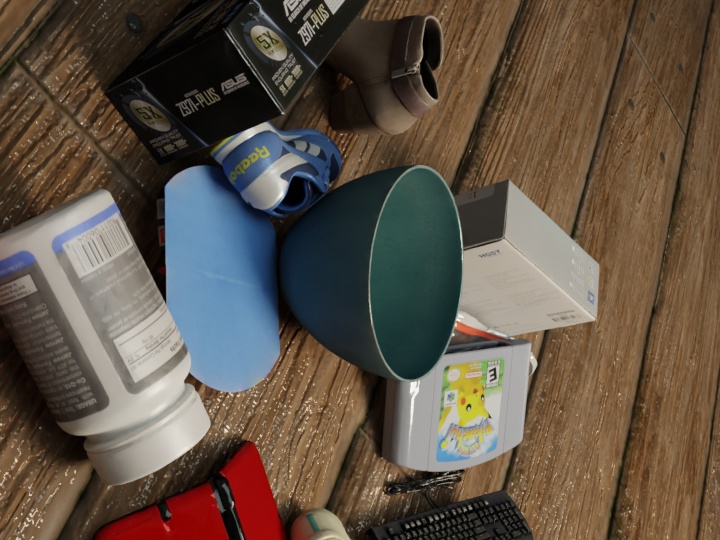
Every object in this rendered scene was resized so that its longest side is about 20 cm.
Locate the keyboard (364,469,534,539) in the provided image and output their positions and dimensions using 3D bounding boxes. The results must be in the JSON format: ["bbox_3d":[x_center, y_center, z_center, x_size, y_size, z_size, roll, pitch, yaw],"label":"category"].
[{"bbox_3d":[0.088,0.257,1.095,0.198,0.021,0.127,-4,41,-41],"label":"keyboard"}]

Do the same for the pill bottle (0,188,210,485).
[{"bbox_3d":[-0.198,0.051,0.793,0.114,0.113,0.202,-38,109,-48],"label":"pill bottle"}]

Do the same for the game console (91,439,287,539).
[{"bbox_3d":[-0.125,0.273,0.890,0.170,0.118,0.203,-20,94,-20],"label":"game console"}]

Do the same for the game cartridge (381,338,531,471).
[{"bbox_3d":[0.110,0.148,1.146,0.198,0.040,0.135,-4,105,-39],"label":"game cartridge"}]

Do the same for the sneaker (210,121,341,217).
[{"bbox_3d":[-0.066,-0.087,0.992,0.083,0.074,0.199,54,21,12],"label":"sneaker"}]

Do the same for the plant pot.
[{"bbox_3d":[0.000,0.000,1.015,0.199,0.133,0.203,-10,101,-59],"label":"plant pot"}]

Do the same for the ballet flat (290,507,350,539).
[{"bbox_3d":[-0.005,0.314,0.979,0.070,0.069,0.202,-46,113,-46],"label":"ballet flat"}]

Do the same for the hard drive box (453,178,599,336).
[{"bbox_3d":[0.160,-0.005,1.210,0.199,0.155,0.078,36,53,-39],"label":"hard drive box"}]

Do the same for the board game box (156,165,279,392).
[{"bbox_3d":[-0.135,0.010,0.942,0.157,0.039,0.203,17,66,-57],"label":"board game box"}]

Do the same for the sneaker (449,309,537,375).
[{"bbox_3d":[0.127,0.101,1.222,0.199,0.077,0.083,28,82,-39],"label":"sneaker"}]

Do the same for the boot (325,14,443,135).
[{"bbox_3d":[0.022,-0.240,1.120,0.070,0.145,0.203,1,78,-48],"label":"boot"}]

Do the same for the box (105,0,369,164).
[{"bbox_3d":[-0.105,-0.206,0.943,0.086,0.162,0.201,53,45,-25],"label":"box"}]
